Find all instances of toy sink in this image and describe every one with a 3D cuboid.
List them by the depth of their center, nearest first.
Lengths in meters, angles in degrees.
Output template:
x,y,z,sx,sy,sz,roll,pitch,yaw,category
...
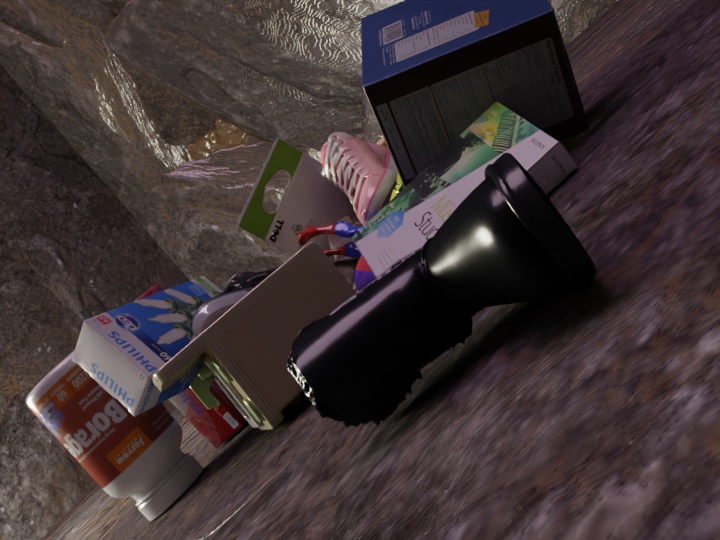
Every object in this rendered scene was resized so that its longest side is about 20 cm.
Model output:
x,y,z,sx,sy,sz,roll,pitch,yaw,category
-0.095,0.086,0.937,0.199,0.112,0.130,-40,-1,-16,toy sink

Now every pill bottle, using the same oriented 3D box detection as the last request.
x,y,z,sx,sy,sz,roll,pitch,yaw,category
-0.278,0.185,1.085,0.112,0.200,0.112,-42,4,3,pill bottle

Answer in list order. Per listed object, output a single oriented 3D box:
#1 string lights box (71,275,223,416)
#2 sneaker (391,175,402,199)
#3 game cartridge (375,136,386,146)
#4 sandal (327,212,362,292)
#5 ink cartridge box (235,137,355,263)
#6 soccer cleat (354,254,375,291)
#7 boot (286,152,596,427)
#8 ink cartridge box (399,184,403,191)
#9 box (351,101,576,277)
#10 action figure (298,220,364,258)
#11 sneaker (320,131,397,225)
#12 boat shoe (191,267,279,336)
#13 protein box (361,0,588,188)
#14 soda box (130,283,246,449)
x,y,z,sx,sy,sz,roll,pitch,yaw,category
-0.214,0.080,1.064,0.199,0.102,0.060,-25,-33,-58,string lights box
0.062,-0.080,1.354,0.077,0.074,0.202,-65,-3,-56,sneaker
0.047,-0.110,1.415,0.176,0.033,0.200,-42,-38,7,game cartridge
0.000,0.000,1.141,0.079,0.055,0.201,-21,33,9,sandal
-0.062,-0.058,1.245,0.076,0.198,0.150,-35,29,60,ink cartridge box
0.058,-0.026,0.974,0.199,0.068,0.073,-38,9,31,soccer cleat
0.036,0.023,0.518,0.167,0.077,0.200,-39,-3,3,boot
0.125,-0.126,1.196,0.148,0.076,0.200,-43,2,4,ink cartridge box
0.088,-0.061,0.870,0.199,0.036,0.145,-42,28,4,box
0.025,-0.033,1.063,0.197,0.066,0.052,-8,32,29,action figure
-0.007,-0.113,1.164,0.201,0.103,0.076,-76,5,-66,sneaker
-0.127,0.039,1.075,0.199,0.071,0.073,-9,-48,-55,boat shoe
0.115,-0.214,1.009,0.197,0.136,0.200,-19,32,12,protein box
-0.214,0.117,1.163,0.063,0.200,0.070,-41,4,32,soda box
